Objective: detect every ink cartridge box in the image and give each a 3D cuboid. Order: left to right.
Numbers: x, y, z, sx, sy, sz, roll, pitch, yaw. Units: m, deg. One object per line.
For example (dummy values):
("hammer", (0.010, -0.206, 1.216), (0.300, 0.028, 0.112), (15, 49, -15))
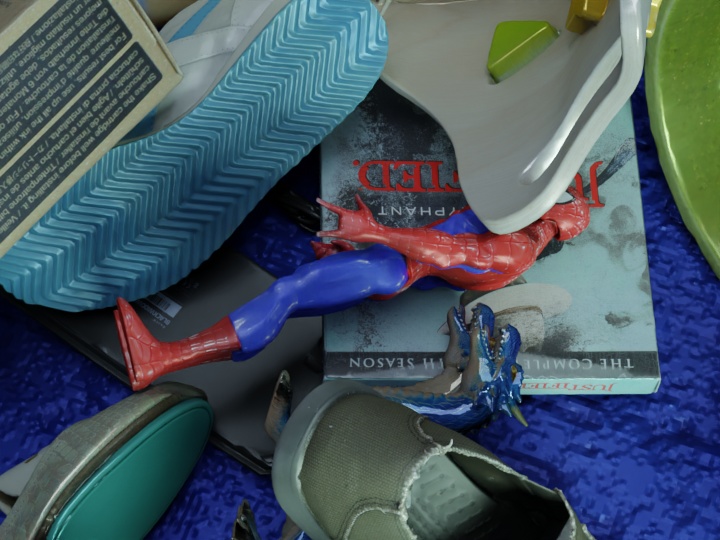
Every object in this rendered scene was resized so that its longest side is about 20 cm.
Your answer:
("ink cartridge box", (-0.194, -0.067, 0.788), (0.165, 0.075, 0.200), (-46, 34, -17))

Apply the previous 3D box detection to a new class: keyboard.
("keyboard", (-0.078, -0.006, 0.833), (0.200, 0.021, 0.127), (34, 73, 17))

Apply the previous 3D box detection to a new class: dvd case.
("dvd case", (0.053, -0.040, 0.828), (0.146, 0.022, 0.200), (1, 65, -3))

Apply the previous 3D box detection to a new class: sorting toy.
("sorting toy", (0.078, -0.113, 0.739), (0.107, 0.200, 0.180), (17, 46, -15))

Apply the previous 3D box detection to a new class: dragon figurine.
("dragon figurine", (0.002, 0.100, 0.736), (0.099, 0.059, 0.200), (17, 82, -2))

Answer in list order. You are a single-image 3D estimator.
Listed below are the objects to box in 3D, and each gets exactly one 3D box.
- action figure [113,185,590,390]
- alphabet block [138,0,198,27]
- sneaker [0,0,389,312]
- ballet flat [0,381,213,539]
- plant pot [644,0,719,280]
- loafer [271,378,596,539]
("action figure", (0.000, 0.000, 0.756), (0.200, 0.065, 0.052), (-13, 79, -11))
("alphabet block", (-0.039, -0.259, 0.835), (0.200, 0.196, 0.196), (-15, 54, -3))
("sneaker", (-0.079, -0.059, 0.811), (0.200, 0.077, 0.081), (-37, 31, 1))
("ballet flat", (-0.139, 0.116, 0.755), (0.062, 0.067, 0.200), (27, 71, 27))
("plant pot", (0.254, -0.075, 0.766), (0.190, 0.200, 0.200), (-26, 65, -22))
("loafer", (0.050, 0.113, 0.682), (0.070, 0.200, 0.075), (13, 70, 53))
